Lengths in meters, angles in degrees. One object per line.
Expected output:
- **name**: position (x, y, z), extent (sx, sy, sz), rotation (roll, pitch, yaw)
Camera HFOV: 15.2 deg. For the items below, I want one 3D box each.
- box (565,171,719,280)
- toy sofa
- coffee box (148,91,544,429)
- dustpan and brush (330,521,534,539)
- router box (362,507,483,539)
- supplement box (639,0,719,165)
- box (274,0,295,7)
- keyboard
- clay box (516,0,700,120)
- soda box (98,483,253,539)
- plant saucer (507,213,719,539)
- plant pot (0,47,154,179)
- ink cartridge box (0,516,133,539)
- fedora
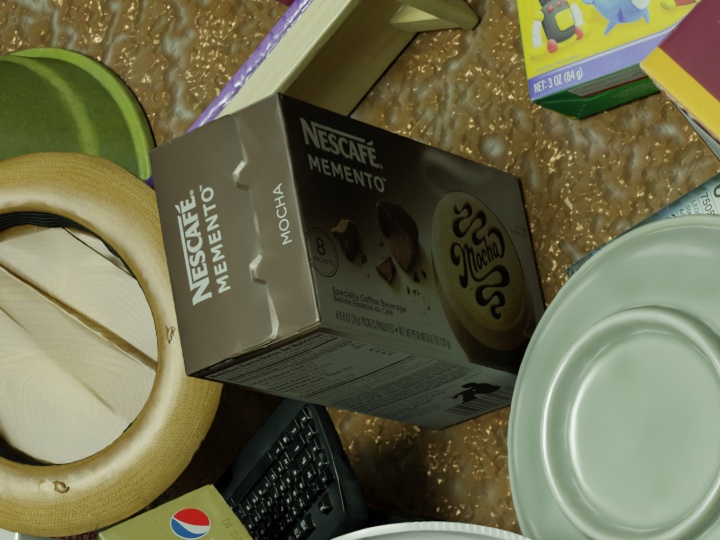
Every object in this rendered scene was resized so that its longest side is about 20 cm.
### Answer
- **box**: position (0.185, 0.055, 1.212), extent (0.137, 0.040, 0.201), rotation (-33, 62, 27)
- **toy sofa**: position (-0.044, -0.098, 1.390), extent (0.200, 0.083, 0.098), rotation (-49, 58, 19)
- **coffee box**: position (0.000, 0.000, 1.262), extent (0.079, 0.200, 0.114), rotation (-22, 68, 31)
- **dustpan and brush**: position (0.091, 0.165, 1.153), extent (0.199, 0.057, 0.141), rotation (-11, 89, -4)
- **router box**: position (0.023, 0.217, 1.255), extent (0.149, 0.051, 0.201), rotation (-175, 97, -68)
- **supplement box**: position (0.230, -0.114, 1.143), extent (0.200, 0.110, 0.086), rotation (-46, 58, 4)
- **box**: position (-0.038, -0.260, 1.403), extent (0.200, 0.109, 0.128), rotation (-50, 55, 18)
- **keyboard**: position (-0.057, 0.146, 1.323), extent (0.105, 0.039, 0.200), rotation (63, 144, 22)
- **clay box**: position (0.126, -0.186, 1.303), extent (0.114, 0.047, 0.201), rotation (-18, 71, 33)
- **soda box**: position (-0.086, 0.199, 1.304), extent (0.068, 0.064, 0.201), rotation (49, 150, 33)
- **plant saucer**: position (0.135, 0.072, 1.190), extent (0.199, 0.050, 0.202), rotation (-9, 76, 39)
- **plant pot**: position (-0.244, -0.043, 1.466), extent (0.199, 0.184, 0.202), rotation (-9, 76, 36)
- **ink cartridge box**: position (-0.166, 0.183, 1.402), extent (0.068, 0.115, 0.202), rotation (-3, 79, 37)
- **fedora**: position (-0.149, 0.040, 1.363), extent (0.199, 0.082, 0.202), rotation (-3, 79, 17)
